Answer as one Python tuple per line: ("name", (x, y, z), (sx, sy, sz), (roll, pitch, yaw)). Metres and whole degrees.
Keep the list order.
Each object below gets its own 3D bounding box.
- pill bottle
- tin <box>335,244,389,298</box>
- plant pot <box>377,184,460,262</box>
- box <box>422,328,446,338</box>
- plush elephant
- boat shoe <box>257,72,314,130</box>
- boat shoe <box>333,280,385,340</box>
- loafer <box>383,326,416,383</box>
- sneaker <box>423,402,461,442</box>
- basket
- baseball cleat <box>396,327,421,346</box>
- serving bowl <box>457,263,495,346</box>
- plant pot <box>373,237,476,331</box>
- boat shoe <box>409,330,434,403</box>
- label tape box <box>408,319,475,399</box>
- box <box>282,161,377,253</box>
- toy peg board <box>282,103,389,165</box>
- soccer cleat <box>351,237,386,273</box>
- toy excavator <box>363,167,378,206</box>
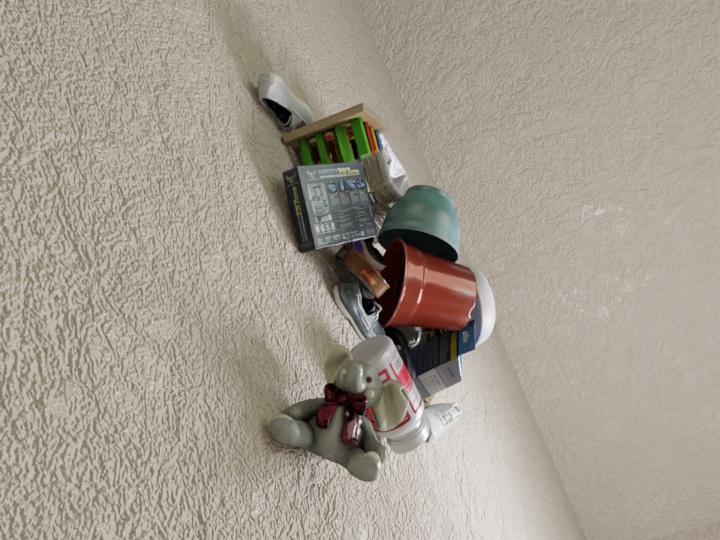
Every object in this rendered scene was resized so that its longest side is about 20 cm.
("pill bottle", (0.051, 0.235, 1.205), (0.204, 0.110, 0.113), (62, 17, -15))
("tin", (0.000, 0.000, 1.345), (0.113, 0.042, 0.200), (51, -4, -12))
("plant pot", (0.149, -0.114, 1.512), (0.200, 0.195, 0.138), (43, 58, -53))
("box", (0.208, 0.175, 1.719), (0.202, 0.048, 0.163), (94, -17, -57))
("plush elephant", (-0.018, 0.198, 0.938), (0.200, 0.161, 0.159), (61, 50, -75))
("boat shoe", (-0.160, -0.344, 1.388), (0.200, 0.070, 0.071), (48, 45, -64))
("boat shoe", (0.014, 0.092, 1.359), (0.201, 0.060, 0.074), (53, 22, -40))
("loafer", (0.078, 0.200, 1.422), (0.071, 0.067, 0.203), (47, 19, -28))
("sneaker", (0.194, 0.355, 1.557), (0.072, 0.078, 0.200), (68, 18, 2))
("basket", (0.036, -0.209, 1.653), (0.198, 0.157, 0.204), (46, 26, -49))
("baseball cleat", (0.122, 0.107, 1.666), (0.106, 0.068, 0.205), (36, 34, -60))
("serving bowl", (0.279, 0.081, 1.578), (0.200, 0.064, 0.207), (170, -89, -74))
("plant pot", (0.151, 0.048, 1.475), (0.190, 0.204, 0.204), (12, 41, -16))
("boat shoe", (0.168, 0.236, 1.633), (0.072, 0.075, 0.204), (48, 25, -44))
("label tape box", (0.191, 0.209, 1.488), (0.067, 0.196, 0.144), (56, 20, -16))
("box", (-0.056, -0.131, 1.283), (0.197, 0.050, 0.163), (-16, 94, -50))
("toy peg board", (-0.041, -0.269, 1.436), (0.199, 0.195, 0.101), (1, 74, -72))
("soccer cleat", (0.002, -0.044, 1.523), (0.067, 0.074, 0.201), (26, 21, -31))
("toy excavator", (-0.061, -0.166, 1.422), (0.102, 0.196, 0.194), (66, -25, 6))
